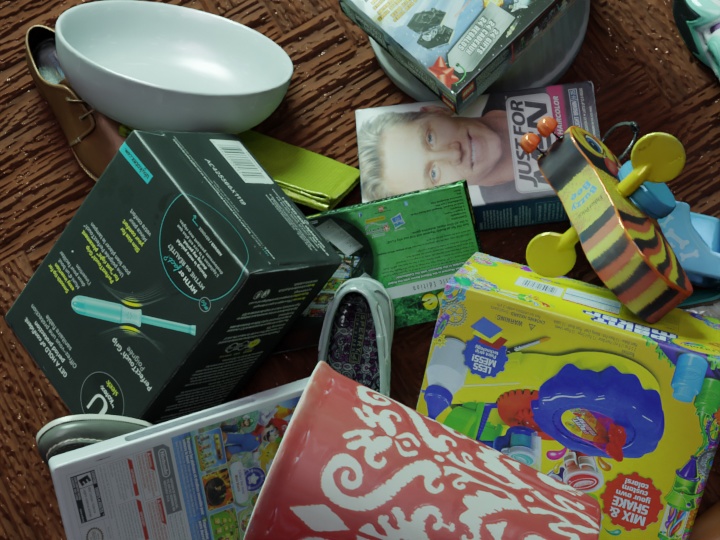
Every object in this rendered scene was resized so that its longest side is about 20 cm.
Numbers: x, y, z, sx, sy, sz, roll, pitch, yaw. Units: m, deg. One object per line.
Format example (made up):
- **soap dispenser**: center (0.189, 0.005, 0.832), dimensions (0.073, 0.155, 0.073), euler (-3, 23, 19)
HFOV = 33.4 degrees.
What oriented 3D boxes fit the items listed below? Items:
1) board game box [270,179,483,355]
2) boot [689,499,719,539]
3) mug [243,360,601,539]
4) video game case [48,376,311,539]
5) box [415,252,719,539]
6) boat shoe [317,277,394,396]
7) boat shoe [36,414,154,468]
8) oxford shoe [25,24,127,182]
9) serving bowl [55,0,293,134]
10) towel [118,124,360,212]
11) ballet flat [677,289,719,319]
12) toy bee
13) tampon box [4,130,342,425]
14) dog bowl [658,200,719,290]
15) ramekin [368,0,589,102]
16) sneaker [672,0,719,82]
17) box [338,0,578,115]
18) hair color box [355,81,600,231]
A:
- **board game box**: center (0.000, 0.000, 0.961), dimensions (0.198, 0.023, 0.106), euler (-12, 97, 13)
- **boot**: center (0.296, 0.115, 0.864), dimensions (0.199, 0.074, 0.156), euler (-25, 106, -14)
- **mug**: center (0.032, 0.177, 0.763), dimensions (0.198, 0.133, 0.179), euler (22, 98, 2)
- **video game case**: center (-0.110, 0.168, 0.858), dimensions (0.198, 0.018, 0.145), euler (-16, 114, -19)
- **box**: center (0.144, 0.114, 0.854), dimensions (0.198, 0.122, 0.195), euler (15, 105, 12)
- **boat shoe**: center (-0.011, 0.106, 0.921), dimensions (0.069, 0.071, 0.203), euler (4, 91, 11)
- **boat shoe**: center (-0.149, 0.162, 0.878), dimensions (0.067, 0.200, 0.057), euler (-39, 46, 17)
- **oxford shoe**: center (-0.235, -0.136, 1.050), dimensions (0.071, 0.071, 0.200), euler (-40, 74, -10)
- **serving bowl**: center (-0.159, -0.161, 1.010), dimensions (0.199, 0.200, 0.066), euler (22, 118, 13)
- **towel**: center (-0.100, -0.104, 1.021), dimensions (0.198, 0.018, 0.086), euler (22, 32, 12)
- **ballet flat**: center (0.194, 0.056, 0.937), dimensions (0.198, 0.072, 0.072), euler (-4, 72, 8)
- **toy bee**: center (0.159, -0.053, 0.848), dimensions (0.108, 0.200, 0.131), euler (28, 102, -27)
- **tampon box**: center (-0.144, 0.016, 0.918), dimensions (0.150, 0.126, 0.200), euler (49, 116, 19)
- **dog bowl**: center (0.280, -0.012, 0.925), dimensions (0.198, 0.111, 0.050), euler (13, 87, 11)
- **ramekin**: center (0.097, -0.245, 1.022), dimensions (0.198, 0.105, 0.202), euler (-2, 72, 7)
- **sneaker**: center (0.356, -0.177, 0.980), dimensions (0.139, 0.078, 0.202), euler (-19, 71, 2)
- **box**: center (0.098, -0.237, 0.943), dimensions (0.200, 0.040, 0.137), euler (-43, 71, -7)
- **hair color box**: center (0.099, -0.089, 0.995), dimensions (0.198, 0.061, 0.101), euler (-7, 71, 6)
